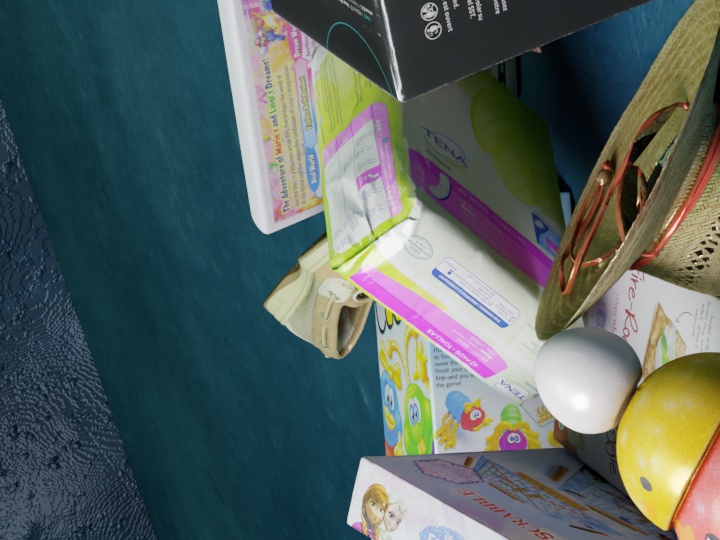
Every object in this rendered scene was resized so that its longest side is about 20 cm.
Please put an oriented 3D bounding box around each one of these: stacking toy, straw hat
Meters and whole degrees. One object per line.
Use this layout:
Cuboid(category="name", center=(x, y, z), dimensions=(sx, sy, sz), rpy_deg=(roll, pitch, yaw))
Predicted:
Cuboid(category="stacking toy", center=(0.169, 0.087, 1.035), dimensions=(0.199, 0.146, 0.147), rpy_deg=(28, 149, 16))
Cuboid(category="straw hat", center=(0.166, -0.034, 1.097), dimensions=(0.085, 0.202, 0.201), rpy_deg=(26, 161, -4))

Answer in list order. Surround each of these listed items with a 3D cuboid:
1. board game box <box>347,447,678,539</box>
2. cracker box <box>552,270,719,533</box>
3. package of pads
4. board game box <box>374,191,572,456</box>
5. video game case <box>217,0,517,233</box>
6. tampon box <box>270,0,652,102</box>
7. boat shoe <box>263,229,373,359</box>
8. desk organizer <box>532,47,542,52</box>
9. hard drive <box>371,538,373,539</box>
Cuboid(category="board game box", center=(0.130, 0.148, 1.179), dimensions=(0.199, 0.198, 0.041), rpy_deg=(25, 107, 45))
Cuboid(category="cracker box", center=(0.176, 0.061, 1.186), dimensions=(0.200, 0.057, 0.135), rpy_deg=(-145, 55, -60))
Cuboid(category="package of pads", center=(0.045, -0.044, 1.225), dimensions=(0.154, 0.068, 0.201), rpy_deg=(37, -150, -32))
Cuboid(category="board game box", center=(0.073, 0.056, 1.396), dimensions=(0.103, 0.104, 0.202), rpy_deg=(180, 86, -73))
Cuboid(category="video game case", center=(0.008, -0.133, 1.308), dimensions=(0.024, 0.181, 0.201), rpy_deg=(50, 156, 43))
Cuboid(category="tampon box", center=(0.061, -0.190, 1.040), dimensions=(0.150, 0.199, 0.127), rpy_deg=(39, 147, 55))
Cuboid(category="boat shoe", center=(-0.002, 0.002, 1.354), dimensions=(0.063, 0.073, 0.201), rpy_deg=(45, 152, 0))
Cuboid(category="desk organizer", center=(0.067, -0.222, 1.194), dimensions=(0.077, 0.072, 0.201), rpy_deg=(18, 136, 47))
Cuboid(category="hard drive", center=(0.102, 0.174, 1.345), dimensions=(0.200, 0.131, 0.027), rpy_deg=(176, 94, -70))
